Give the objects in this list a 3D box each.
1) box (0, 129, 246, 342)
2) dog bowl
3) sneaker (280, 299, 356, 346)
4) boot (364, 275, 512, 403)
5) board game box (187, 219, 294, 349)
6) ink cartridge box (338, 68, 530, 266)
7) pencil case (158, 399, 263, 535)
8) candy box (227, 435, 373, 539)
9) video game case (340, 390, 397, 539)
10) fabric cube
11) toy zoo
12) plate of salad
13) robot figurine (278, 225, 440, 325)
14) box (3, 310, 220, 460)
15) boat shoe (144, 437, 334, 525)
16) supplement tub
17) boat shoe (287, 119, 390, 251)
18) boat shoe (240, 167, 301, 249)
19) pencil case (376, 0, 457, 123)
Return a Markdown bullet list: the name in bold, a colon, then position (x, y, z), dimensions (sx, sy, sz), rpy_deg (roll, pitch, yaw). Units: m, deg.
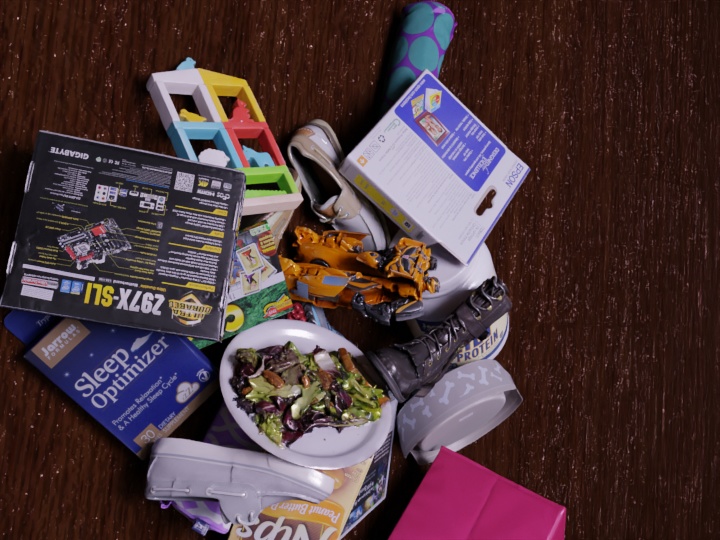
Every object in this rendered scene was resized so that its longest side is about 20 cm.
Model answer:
- **box**: position (-0.214, -0.029, 0.632), dimensions (0.193, 0.049, 0.165), rpy_deg (9, 82, -10)
- **dog bowl**: position (0.136, 0.200, 0.959), dimensions (0.196, 0.202, 0.059), rpy_deg (-3, 51, -41)
- **sneaker**: position (-0.044, 0.115, 0.878), dimensions (0.095, 0.077, 0.206), rpy_deg (-40, 122, -47)
- **boot**: position (0.100, 0.070, 0.792), dimensions (0.174, 0.070, 0.199), rpy_deg (-44, 160, 10)
- **board game box**: position (-0.176, 0.030, 0.725), dimensions (0.195, 0.023, 0.108), rpy_deg (-22, 113, -14)
- **ink cartridge box**: position (0.101, -0.131, 0.876), dimensions (0.199, 0.047, 0.199), rpy_deg (43, 59, -5)
- **pencil case**: position (-0.148, 0.194, 0.770), dimensions (0.084, 0.084, 0.204), rpy_deg (31, 65, -11)
- **candy box**: position (-0.070, 0.261, 0.747), dimensions (0.055, 0.113, 0.205), rpy_deg (-26, 139, -78)
- **video game case**: position (-0.004, 0.236, 0.860), dimensions (0.199, 0.023, 0.188), rpy_deg (-9, 107, -64)
- **fabric cube**: position (0.155, 0.408, 0.916), dimensions (0.200, 0.196, 0.200), rpy_deg (-49, 141, -30)
- **toy zoo**: position (-0.155, -0.154, 0.751), dimensions (0.129, 0.020, 0.204), rpy_deg (-11, 69, -46)
- **plate of salad**: position (-0.052, 0.118, 0.719), dimensions (0.196, 0.201, 0.049), rpy_deg (-9, 139, -41)
- **robot figurine**: position (0.000, 0.000, 0.812), dimensions (0.146, 0.193, 0.060), rpy_deg (-66, 157, -51)
- **box**: position (-0.246, 0.085, 0.683), dimensions (0.121, 0.032, 0.201), rpy_deg (-42, 115, -6)
- **boat shoe**: position (-0.124, 0.217, 0.674), dimensions (0.193, 0.072, 0.071), rpy_deg (9, 66, 4)
- **supplement tub**: position (0.122, 0.032, 0.936), dimensions (0.147, 0.142, 0.202), rpy_deg (-60, 143, -25)
- **boat shoe**: position (-0.033, -0.091, 0.877), dimensions (0.203, 0.074, 0.069), rpy_deg (57, 39, -12)
- **boat shoe**: position (-0.128, -0.029, 0.808), dimensions (0.202, 0.071, 0.077), rpy_deg (-55, 134, -17)
- **pencil case**: position (0.083, -0.285, 0.983), dimensions (0.090, 0.085, 0.207), rpy_deg (15, 78, -15)
